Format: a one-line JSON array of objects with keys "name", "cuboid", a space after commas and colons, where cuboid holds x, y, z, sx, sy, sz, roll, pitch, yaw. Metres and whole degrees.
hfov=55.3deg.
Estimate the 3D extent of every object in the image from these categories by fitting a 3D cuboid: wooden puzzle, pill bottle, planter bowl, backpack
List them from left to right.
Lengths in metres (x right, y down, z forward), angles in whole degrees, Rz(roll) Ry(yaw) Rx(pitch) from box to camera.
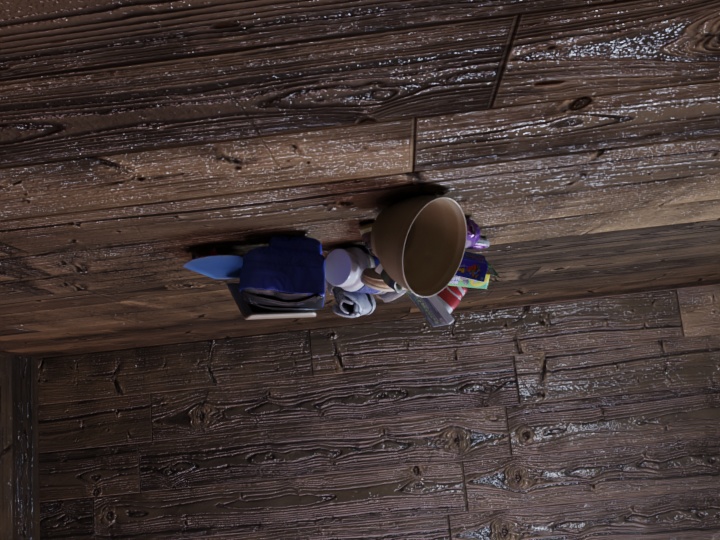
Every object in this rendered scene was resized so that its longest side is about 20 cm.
[{"name": "wooden puzzle", "cuboid": [-0.224, 0.066, 1.711, 0.182, 0.038, 0.200, 0, -157, -27]}, {"name": "backpack", "cuboid": [-0.183, 0.008, 1.606, 0.196, 0.171, 0.163, 1, 160, -5]}, {"name": "pill bottle", "cuboid": [0.000, 0.000, 1.814, 0.114, 0.118, 0.198, -13, 168, 36]}, {"name": "planter bowl", "cuboid": [0.105, -0.062, 1.400, 0.198, 0.204, 0.134, 5, -168, -46]}]

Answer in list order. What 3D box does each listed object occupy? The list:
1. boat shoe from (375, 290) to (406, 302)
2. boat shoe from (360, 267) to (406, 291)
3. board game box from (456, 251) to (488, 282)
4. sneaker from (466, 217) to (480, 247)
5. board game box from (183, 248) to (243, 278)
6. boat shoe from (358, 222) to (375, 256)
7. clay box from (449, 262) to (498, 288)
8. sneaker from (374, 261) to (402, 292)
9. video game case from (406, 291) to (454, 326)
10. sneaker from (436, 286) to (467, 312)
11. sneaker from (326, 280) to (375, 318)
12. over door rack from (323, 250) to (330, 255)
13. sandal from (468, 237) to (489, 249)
[{"name": "boat shoe", "cuboid": [0.076, 0.039, 1.943, 0.071, 0.069, 0.200, -31, -170, -6]}, {"name": "boat shoe", "cuboid": [0.099, 0.008, 1.712, 0.196, 0.074, 0.070, 4, 128, -4]}, {"name": "board game box", "cuboid": [0.212, -0.026, 1.709, 0.196, 0.046, 0.135, 13, -169, 4]}, {"name": "sneaker", "cuboid": [0.231, -0.088, 1.596, 0.087, 0.082, 0.200, -14, 173, 19]}, {"name": "board game box", "cuboid": [-0.332, -0.025, 1.687, 0.155, 0.040, 0.200, -10, 163, 21]}, {"name": "boat shoe", "cuboid": [0.043, -0.065, 1.628, 0.072, 0.066, 0.200, -11, 170, 18]}, {"name": "clay box", "cuboid": [0.256, 0.001, 1.819, 0.196, 0.048, 0.115, 7, -158, -11]}, {"name": "sneaker", "cuboid": [0.123, -0.028, 1.608, 0.200, 0.090, 0.067, -45, 164, 32]}, {"name": "video game case", "cuboid": [0.165, 0.067, 1.873, 0.023, 0.201, 0.182, -38, 180, -10]}, {"name": "sneaker", "cuboid": [0.208, 0.022, 1.921, 0.113, 0.200, 0.071, -45, 160, -7]}, {"name": "sneaker", "cuboid": [-0.054, 0.054, 1.870, 0.076, 0.199, 0.115, -54, 168, 21]}, {"name": "over door rack", "cuboid": [-0.188, -0.005, 1.820, 0.196, 0.068, 0.147, -2, 170, -21]}, {"name": "sandal", "cuboid": [0.255, -0.059, 1.823, 0.199, 0.051, 0.082, -3, 169, -16]}]
